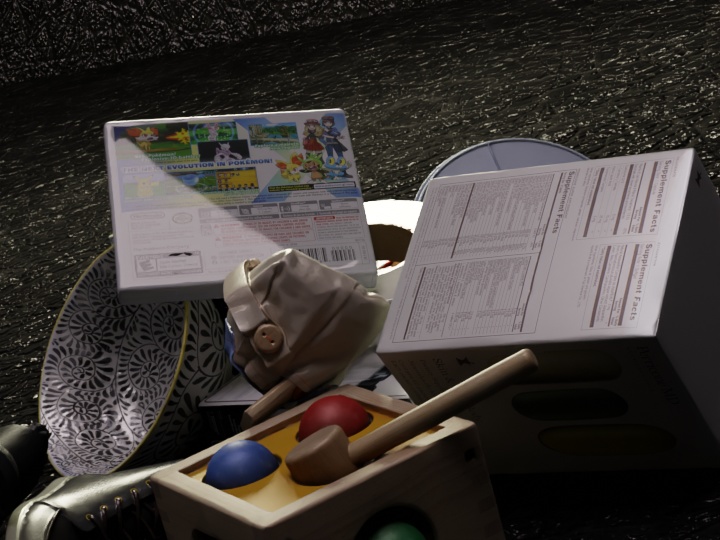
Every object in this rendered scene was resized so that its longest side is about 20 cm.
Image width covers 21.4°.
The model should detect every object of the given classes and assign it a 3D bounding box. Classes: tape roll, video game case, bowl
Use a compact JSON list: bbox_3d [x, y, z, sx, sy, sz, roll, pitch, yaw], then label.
[{"bbox_3d":[0.000,0.000,1.538,0.201,0.037,0.203,-9,25,4],"label":"tape roll"},{"bbox_3d":[-0.097,-0.053,1.499,0.198,0.022,0.183,-4,49,-8],"label":"video game case"},{"bbox_3d":[-0.165,0.083,1.531,0.094,0.203,0.200,22,-11,-38],"label":"bowl"}]

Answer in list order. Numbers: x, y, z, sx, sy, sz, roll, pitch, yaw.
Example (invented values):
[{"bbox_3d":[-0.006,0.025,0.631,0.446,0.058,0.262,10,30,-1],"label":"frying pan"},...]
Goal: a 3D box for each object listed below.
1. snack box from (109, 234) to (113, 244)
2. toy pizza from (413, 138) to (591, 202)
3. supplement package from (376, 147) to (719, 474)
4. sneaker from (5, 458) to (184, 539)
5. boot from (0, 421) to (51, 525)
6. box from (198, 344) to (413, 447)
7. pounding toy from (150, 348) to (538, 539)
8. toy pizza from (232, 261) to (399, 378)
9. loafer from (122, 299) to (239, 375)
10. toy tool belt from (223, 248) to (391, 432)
[{"bbox_3d":[-0.125,-0.051,1.646,0.142,0.053,0.200,-34,10,-19],"label":"snack box"},{"bbox_3d":[0.141,-0.029,1.651,0.198,0.032,0.202,1,56,-1],"label":"toy pizza"},{"bbox_3d":[0.144,0.033,1.275,0.198,0.152,0.152,-5,50,32],"label":"supplement package"},{"bbox_3d":[-0.173,0.177,1.310,0.105,0.075,0.200,-15,14,8],"label":"sneaker"},{"bbox_3d":[-0.274,0.155,1.363,0.198,0.073,0.162,-44,-1,31],"label":"boot"},{"bbox_3d":[-0.009,0.102,1.449,0.199,0.061,0.116,-4,19,36],"label":"box"},{"bbox_3d":[-0.003,0.134,1.169,0.183,0.143,0.199,-23,17,-27],"label":"pounding toy"},{"bbox_3d":[-0.040,0.030,1.680,0.199,0.032,0.201,-28,20,11],"label":"toy pizza"},{"bbox_3d":[-0.113,0.047,1.597,0.198,0.063,0.072,-9,55,21],"label":"loafer"},{"bbox_3d":[-0.052,0.056,1.341,0.124,0.124,0.200,28,-4,0],"label":"toy tool belt"}]
